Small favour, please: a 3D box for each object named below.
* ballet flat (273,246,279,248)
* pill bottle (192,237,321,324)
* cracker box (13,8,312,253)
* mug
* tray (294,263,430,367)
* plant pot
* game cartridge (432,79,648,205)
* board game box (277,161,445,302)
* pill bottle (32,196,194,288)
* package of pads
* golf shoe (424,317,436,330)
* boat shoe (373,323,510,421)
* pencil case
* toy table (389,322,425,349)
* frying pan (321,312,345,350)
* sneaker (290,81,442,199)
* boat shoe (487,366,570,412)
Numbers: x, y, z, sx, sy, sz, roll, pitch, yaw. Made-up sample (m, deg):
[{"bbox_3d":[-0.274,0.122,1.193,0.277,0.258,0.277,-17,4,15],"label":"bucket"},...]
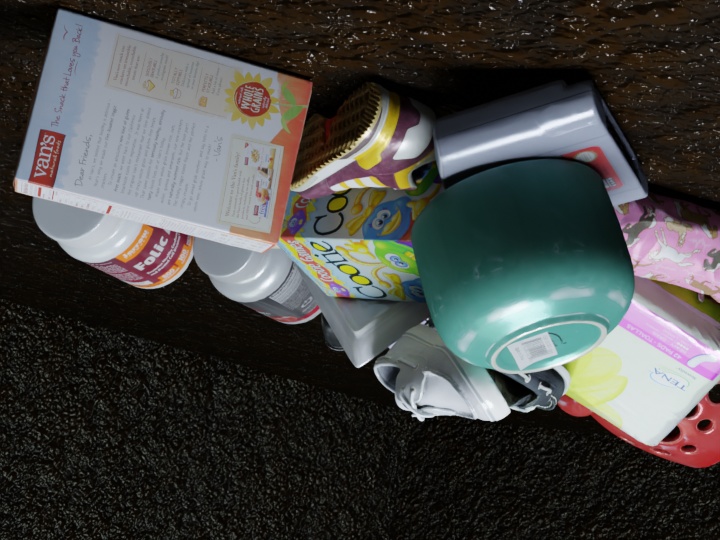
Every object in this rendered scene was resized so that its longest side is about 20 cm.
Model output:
[{"bbox_3d":[-0.064,-0.058,1.293,0.200,0.070,0.069,5,168,20],"label":"ballet flat"},{"bbox_3d":[-0.116,-0.008,1.446,0.111,0.111,0.200,6,168,24],"label":"pill bottle"},{"bbox_3d":[-0.149,-0.103,0.922,0.200,0.134,0.058,15,170,-15],"label":"cracker box"},{"bbox_3d":[0.137,0.007,0.897,0.185,0.115,0.152,2,149,-28],"label":"mug"},{"bbox_3d":[0.000,0.000,1.164,0.022,0.107,0.200,53,-177,-40],"label":"tray"},{"bbox_3d":[0.314,0.093,1.302,0.182,0.201,0.200,19,168,-15],"label":"plant pot"},{"bbox_3d":[0.133,-0.078,0.912,0.133,0.041,0.200,-12,161,21],"label":"game cartridge"},{"bbox_3d":[0.038,-0.041,1.072,0.200,0.105,0.103,2,149,38],"label":"board game box"},{"bbox_3d":[-0.274,-0.054,1.360,0.114,0.114,0.200,8,169,19],"label":"pill bottle"},{"bbox_3d":[0.238,0.063,1.143,0.200,0.068,0.155,32,132,3],"label":"package of pads"},{"bbox_3d":[0.086,0.013,1.201,0.078,0.094,0.200,55,174,-34],"label":"golf shoe"},{"bbox_3d":[0.059,0.092,1.004,0.072,0.068,0.200,58,171,-20],"label":"boat shoe"},{"bbox_3d":[0.262,-0.024,1.057,0.200,0.087,0.083,15,-161,-17],"label":"pencil case"},{"bbox_3d":[0.091,0.034,1.340,0.184,0.200,0.117,-29,166,19],"label":"toy table"},{"bbox_3d":[0.001,0.007,1.222,0.115,0.190,0.031,-36,119,19],"label":"frying pan"},{"bbox_3d":[0.006,-0.090,0.986,0.090,0.075,0.200,20,168,-19],"label":"sneaker"},{"bbox_3d":[0.137,0.093,1.086,0.076,0.060,0.200,10,159,30],"label":"boat shoe"}]
